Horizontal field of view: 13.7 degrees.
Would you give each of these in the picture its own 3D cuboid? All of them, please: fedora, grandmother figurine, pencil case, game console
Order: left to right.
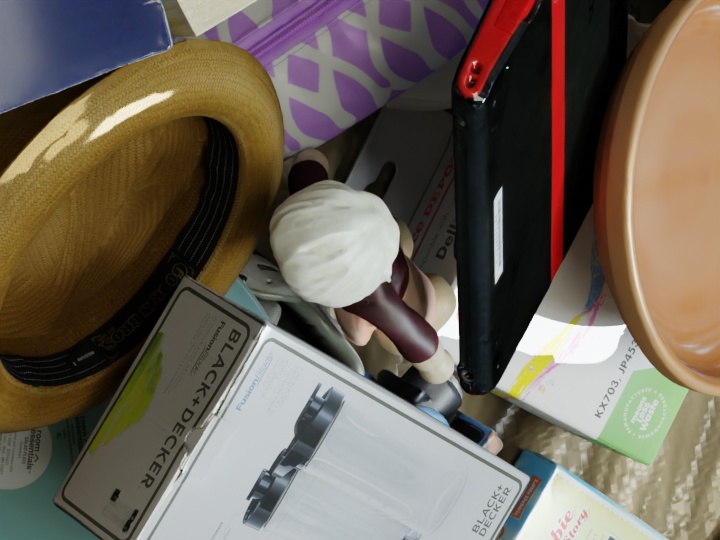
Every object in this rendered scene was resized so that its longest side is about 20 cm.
[{"bbox_3d":[-0.122,-0.027,1.260,0.200,0.082,0.201,-34,149,-24],"label":"fedora"},{"bbox_3d":[-0.011,-0.110,1.347,0.200,0.085,0.084,-35,86,15],"label":"pencil case"},{"bbox_3d":[0.000,0.000,1.328,0.061,0.200,0.121,-45,77,3],"label":"grandmother figurine"},{"bbox_3d":[0.076,-0.068,1.321,0.201,0.031,0.177,85,28,-48],"label":"game console"}]

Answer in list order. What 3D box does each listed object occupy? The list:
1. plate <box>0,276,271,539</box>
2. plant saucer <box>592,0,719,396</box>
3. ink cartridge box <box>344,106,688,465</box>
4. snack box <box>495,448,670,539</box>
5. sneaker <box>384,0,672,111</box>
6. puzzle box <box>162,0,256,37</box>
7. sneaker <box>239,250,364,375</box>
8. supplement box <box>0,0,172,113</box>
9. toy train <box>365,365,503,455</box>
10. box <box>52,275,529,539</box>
[{"bbox_3d":[-0.127,0.072,1.350,0.199,0.026,0.202,0,103,0],"label":"plate"},{"bbox_3d":[0.168,-0.042,1.421,0.200,0.037,0.202,-11,104,-50],"label":"plant saucer"},{"bbox_3d":[0.081,0.002,1.479,0.199,0.067,0.118,27,88,-31],"label":"ink cartridge box"},{"bbox_3d":[0.080,0.206,1.544,0.116,0.037,0.201,35,84,-31],"label":"snack box"},{"bbox_3d":[0.085,-0.124,1.425,0.199,0.088,0.076,-11,90,-28],"label":"sneaker"},{"bbox_3d":[-0.058,-0.143,1.291,0.133,0.200,0.026,-33,106,-19],"label":"puzzle box"},{"bbox_3d":[-0.078,0.008,1.382,0.199,0.088,0.074,25,91,-30],"label":"sneaker"},{"bbox_3d":[-0.174,-0.136,1.226,0.109,0.200,0.110,-23,111,-23],"label":"supplement box"},{"bbox_3d":[-0.012,0.137,1.454,0.200,0.087,0.114,-47,128,-13],"label":"toy train"},{"bbox_3d":[-0.027,0.095,1.319,0.200,0.060,0.117,30,90,-46],"label":"box"}]
